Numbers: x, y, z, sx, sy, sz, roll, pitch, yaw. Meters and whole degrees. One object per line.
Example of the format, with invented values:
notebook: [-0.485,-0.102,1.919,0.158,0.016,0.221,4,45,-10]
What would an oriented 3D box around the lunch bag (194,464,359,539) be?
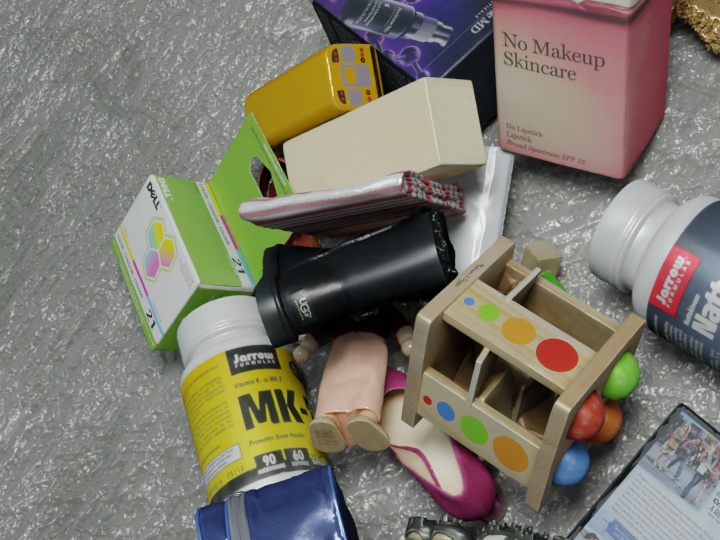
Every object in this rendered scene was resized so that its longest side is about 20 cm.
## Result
lunch bag: [-0.062,0.258,0.897,0.130,0.201,0.138,-15,59,-1]

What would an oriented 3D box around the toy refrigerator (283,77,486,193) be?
toy refrigerator: [0.019,-0.107,1.003,0.198,0.069,0.077,-17,81,47]

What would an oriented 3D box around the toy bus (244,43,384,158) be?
toy bus: [-0.051,-0.160,1.081,0.199,0.077,0.066,-15,85,55]

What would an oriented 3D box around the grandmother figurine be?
grandmother figurine: [-0.003,0.068,0.996,0.119,0.061,0.202,2,47,12]

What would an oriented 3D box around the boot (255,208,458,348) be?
boot: [0.000,0.000,0.950,0.165,0.200,0.078,-18,99,3]

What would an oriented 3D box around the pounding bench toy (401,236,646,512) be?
pounding bench toy: [0.156,0.066,0.900,0.155,0.126,0.199,31,48,24]

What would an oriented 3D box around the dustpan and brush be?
dustpan and brush: [0.050,-0.054,1.062,0.196,0.057,0.142,8,82,22]

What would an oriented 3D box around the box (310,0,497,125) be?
box: [0.070,-0.241,1.084,0.148,0.105,0.200,-43,57,-7]

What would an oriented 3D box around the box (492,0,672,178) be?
box: [0.191,-0.200,0.946,0.126,0.202,0.109,18,49,28]

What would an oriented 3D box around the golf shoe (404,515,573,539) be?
golf shoe: [0.103,0.241,0.838,0.199,0.077,0.096,-18,54,57]

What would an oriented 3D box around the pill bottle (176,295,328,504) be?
pill bottle: [-0.102,0.133,1.012,0.113,0.114,0.202,-28,60,12]

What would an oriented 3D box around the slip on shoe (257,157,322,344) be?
slip on shoe: [-0.070,-0.023,1.095,0.073,0.061,0.203,-16,64,17]

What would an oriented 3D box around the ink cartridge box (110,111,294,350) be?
ink cartridge box: [-0.156,-0.041,1.088,0.201,0.075,0.149,-52,52,32]

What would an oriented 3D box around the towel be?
towel: [-0.001,-0.058,0.940,0.144,0.199,0.031,-10,84,20]

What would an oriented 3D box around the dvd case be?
dvd case: [0.232,0.220,0.825,0.201,0.018,0.142,-50,57,1]

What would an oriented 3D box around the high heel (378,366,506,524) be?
high heel: [0.044,0.139,0.949,0.067,0.096,0.201,-42,57,4]

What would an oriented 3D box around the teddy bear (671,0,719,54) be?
teddy bear: [0.321,-0.266,1.015,0.199,0.067,0.146,-38,67,-1]

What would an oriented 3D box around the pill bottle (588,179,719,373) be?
pill bottle: [0.285,0.012,0.873,0.199,0.120,0.120,33,85,33]
